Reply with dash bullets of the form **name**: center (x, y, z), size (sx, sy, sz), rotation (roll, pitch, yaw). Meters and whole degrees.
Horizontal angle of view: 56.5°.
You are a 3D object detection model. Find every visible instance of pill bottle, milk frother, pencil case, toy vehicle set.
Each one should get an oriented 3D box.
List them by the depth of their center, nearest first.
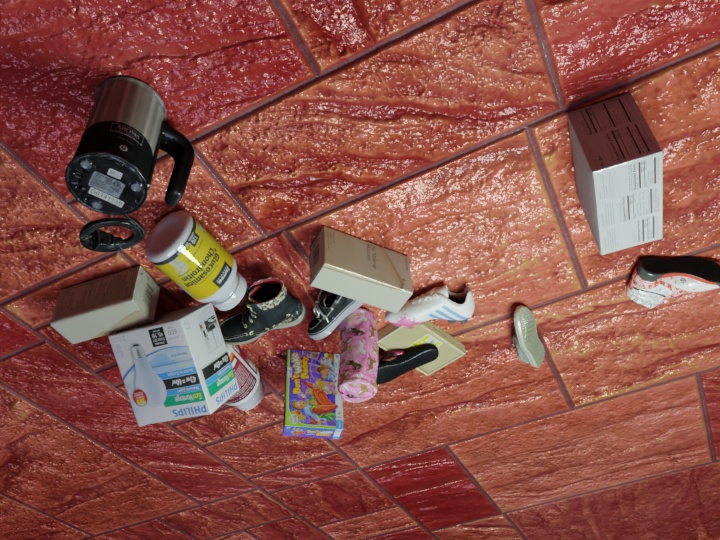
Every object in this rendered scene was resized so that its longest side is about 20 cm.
- **milk frother**: center (-0.382, -0.157, 1.059), size (0.198, 0.191, 0.180), rotation (-29, 132, 26)
- **pill bottle**: center (-0.307, -0.011, 1.279), size (0.110, 0.114, 0.200), rotation (-22, 135, 20)
- **pencil case**: center (-0.007, 0.181, 1.444), size (0.082, 0.203, 0.086), rotation (27, 132, -29)
- **pill bottle**: center (-0.304, 0.240, 1.552), size (0.111, 0.115, 0.201), rotation (-17, 136, 14)
- **toy vehicle set**: center (0.141, 0.174, 1.577), size (0.123, 0.027, 0.199), rotation (-34, 130, 29)

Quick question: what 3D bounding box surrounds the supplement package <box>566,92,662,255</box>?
- **supplement package**: center (0.431, -0.161, 1.137), size (0.108, 0.158, 0.202), rotation (-15, 137, 11)

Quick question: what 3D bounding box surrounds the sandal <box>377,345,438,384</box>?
- **sandal**: center (0.087, 0.214, 1.572), size (0.196, 0.046, 0.076), rotation (-21, 143, -3)

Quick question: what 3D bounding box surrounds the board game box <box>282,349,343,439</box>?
- **board game box**: center (-0.110, 0.284, 1.549), size (0.131, 0.203, 0.045), rotation (6, 138, -11)

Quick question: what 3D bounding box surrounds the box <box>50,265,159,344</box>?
- **box**: center (-0.520, 0.072, 1.370), size (0.196, 0.096, 0.078), rotation (-14, 137, 14)

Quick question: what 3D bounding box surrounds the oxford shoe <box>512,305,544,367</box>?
- **oxford shoe**: center (0.376, 0.154, 1.549), size (0.057, 0.076, 0.201), rotation (14, 149, 38)

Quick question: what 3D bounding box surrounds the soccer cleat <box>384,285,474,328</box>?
- **soccer cleat**: center (0.149, 0.070, 1.445), size (0.195, 0.070, 0.088), rotation (-4, 122, -3)

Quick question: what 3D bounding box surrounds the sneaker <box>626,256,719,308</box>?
- **sneaker**: center (0.671, 0.030, 1.431), size (0.196, 0.068, 0.109), rotation (4, 139, -3)

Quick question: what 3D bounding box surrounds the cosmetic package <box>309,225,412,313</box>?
- **cosmetic package**: center (0.000, 0.000, 1.321), size (0.196, 0.105, 0.073), rotation (17, 134, -23)

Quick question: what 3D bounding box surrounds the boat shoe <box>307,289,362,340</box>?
- **boat shoe**: center (-0.064, 0.077, 1.423), size (0.067, 0.075, 0.199), rotation (32, 135, -22)

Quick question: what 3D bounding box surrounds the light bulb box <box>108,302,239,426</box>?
- **light bulb box**: center (-0.384, 0.195, 1.391), size (0.194, 0.125, 0.205), rotation (-14, 99, 23)

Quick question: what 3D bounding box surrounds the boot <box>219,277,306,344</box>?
- **boot**: center (-0.225, 0.082, 1.391), size (0.199, 0.075, 0.154), rotation (-17, 154, 4)
